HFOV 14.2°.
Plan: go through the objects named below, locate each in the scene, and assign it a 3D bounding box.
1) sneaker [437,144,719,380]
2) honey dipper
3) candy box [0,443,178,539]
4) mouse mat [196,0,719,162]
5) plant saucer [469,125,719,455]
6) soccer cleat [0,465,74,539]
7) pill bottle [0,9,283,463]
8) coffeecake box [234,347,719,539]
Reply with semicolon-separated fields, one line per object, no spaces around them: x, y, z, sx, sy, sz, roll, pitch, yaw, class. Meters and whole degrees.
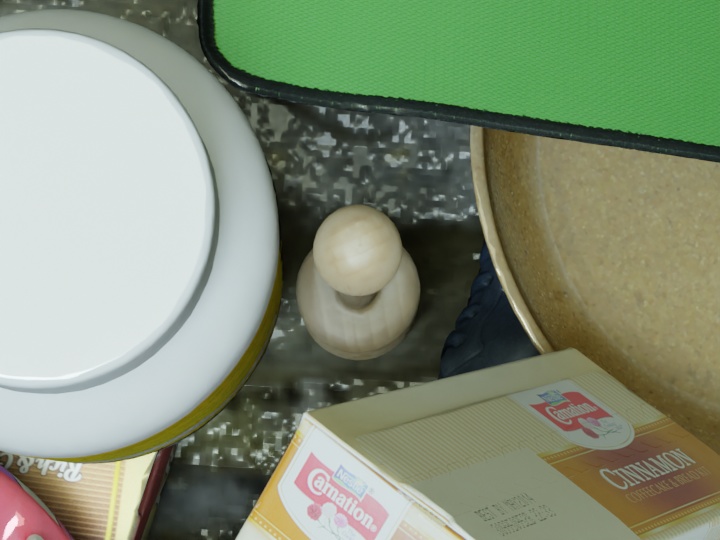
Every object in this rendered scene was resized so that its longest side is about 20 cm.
0.057;-0.019;0.870;0.084;0.075;0.200;42;77;2;sneaker
0.000;0.000;0.803;0.038;0.200;0.038;0;84;0;honey dipper
-0.143;0.002;0.876;0.199;0.055;0.116;18;86;1;candy box
0.054;-0.100;0.773;0.199;0.008;0.162;8;56;-12;mouse mat
0.124;-0.032;0.828;0.199;0.035;0.202;2;82;-11;plant saucer
-0.137;0.059;0.819;0.067;0.076;0.200;-42;104;2;soccer cleat
-0.075;-0.006;0.749;0.111;0.200;0.112;0;86;-1;pill bottle
0.002;0.127;0.738;0.073;0.153;0.201;36;110;21;coffeecake box
